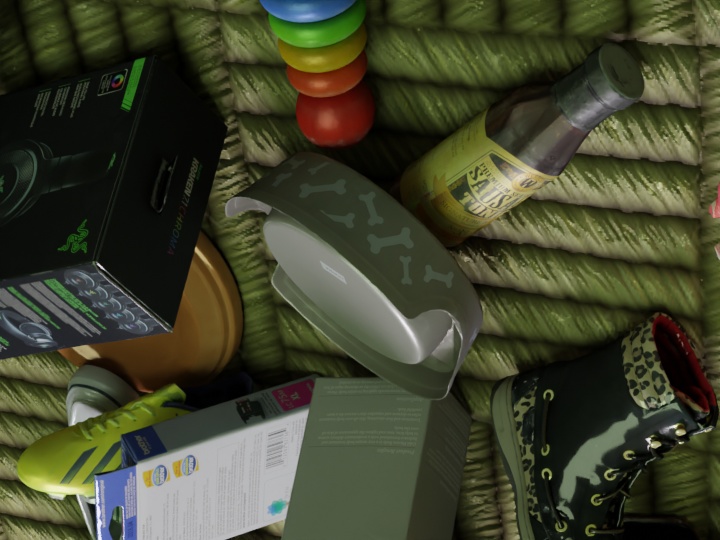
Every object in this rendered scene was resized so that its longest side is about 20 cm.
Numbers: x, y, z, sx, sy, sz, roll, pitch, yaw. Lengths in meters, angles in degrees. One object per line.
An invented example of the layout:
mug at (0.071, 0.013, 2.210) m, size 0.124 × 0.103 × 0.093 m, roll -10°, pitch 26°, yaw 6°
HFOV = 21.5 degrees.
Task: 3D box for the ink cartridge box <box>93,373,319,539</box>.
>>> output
ink cartridge box at (-0.116, 0.158, 1.454) m, size 0.042 × 0.199 × 0.120 m, roll 49°, pitch 147°, yaw 40°

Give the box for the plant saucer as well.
plant saucer at (-0.188, 0.021, 1.476) m, size 0.198 × 0.038 × 0.201 m, roll 14°, pitch 131°, yaw 17°

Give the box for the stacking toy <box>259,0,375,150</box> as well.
stacking toy at (-0.030, -0.162, 1.222) m, size 0.085 × 0.086 × 0.201 m, roll 9°, pitch 133°, yaw 21°

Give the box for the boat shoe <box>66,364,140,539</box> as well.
boat shoe at (-0.204, 0.162, 1.549) m, size 0.073 × 0.067 × 0.201 m, roll 12°, pitch 142°, yaw 20°

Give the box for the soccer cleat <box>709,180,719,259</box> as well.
soccer cleat at (0.284, 0.018, 1.219) m, size 0.076 × 0.067 × 0.201 m, roll -22°, pitch 111°, yaw 4°

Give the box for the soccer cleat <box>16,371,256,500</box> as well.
soccer cleat at (-0.170, 0.120, 1.462) m, size 0.065 × 0.199 × 0.084 m, roll 53°, pitch 143°, yaw 43°

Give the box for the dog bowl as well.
dog bowl at (0.000, 0.000, 1.290) m, size 0.200 × 0.059 × 0.200 m, roll 38°, pitch 164°, yaw 13°

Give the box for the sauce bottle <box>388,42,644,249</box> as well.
sauce bottle at (0.099, -0.080, 1.225) m, size 0.066 × 0.066 × 0.200 m, roll 44°, pitch 134°, yaw -10°

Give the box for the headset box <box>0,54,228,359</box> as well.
headset box at (-0.201, -0.041, 1.326) m, size 0.199 × 0.175 × 0.093 m, roll -8°, pitch 144°, yaw 33°

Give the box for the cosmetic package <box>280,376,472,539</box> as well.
cosmetic package at (0.007, 0.182, 1.379) m, size 0.106 × 0.202 × 0.090 m, roll 0°, pitch 155°, yaw 27°

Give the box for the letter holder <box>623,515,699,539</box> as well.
letter holder at (0.249, 0.292, 1.420) m, size 0.141 × 0.101 × 0.201 m, roll -3°, pitch 124°, yaw 27°

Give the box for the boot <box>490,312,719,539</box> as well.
boot at (0.180, 0.143, 1.305) m, size 0.153 × 0.073 × 0.205 m, roll -31°, pitch 68°, yaw 37°
